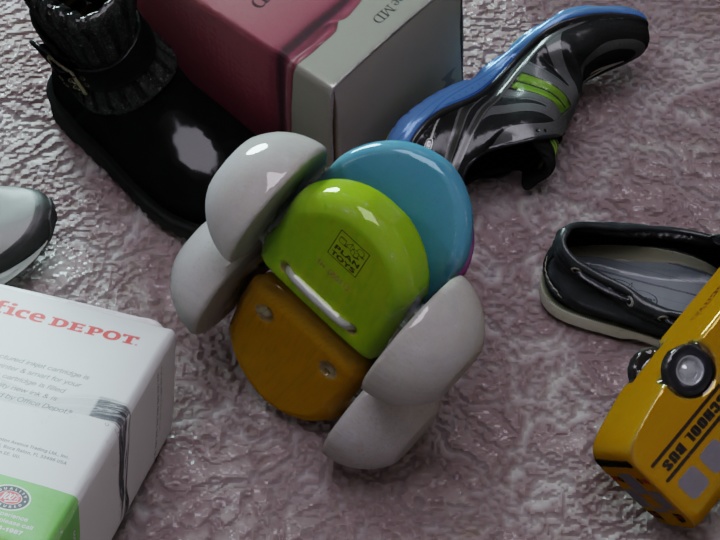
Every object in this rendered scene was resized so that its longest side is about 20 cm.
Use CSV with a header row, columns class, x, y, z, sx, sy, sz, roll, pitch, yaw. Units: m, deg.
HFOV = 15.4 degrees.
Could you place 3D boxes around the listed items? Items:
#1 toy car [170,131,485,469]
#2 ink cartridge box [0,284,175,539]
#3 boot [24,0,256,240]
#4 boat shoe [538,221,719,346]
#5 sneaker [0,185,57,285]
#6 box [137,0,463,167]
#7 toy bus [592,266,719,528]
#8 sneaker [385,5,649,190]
class,x,y,z,sx,sy,sz,roll,pitch,yaw
toy car,0.000,0.000,1.526,0.175,0.200,0.150,42,57,8
ink cartridge box,-0.203,0.105,1.492,0.145,0.084,0.200,13,38,12
boot,-0.130,-0.115,1.636,0.211,0.158,0.079,33,61,24
boat shoe,0.205,0.008,1.586,0.198,0.066,0.075,15,54,13
sneaker,-0.285,-0.026,1.627,0.199,0.080,0.074,-4,51,-2
box,-0.047,-0.163,1.699,0.200,0.109,0.128,34,61,25
toy bus,0.216,0.045,1.517,0.078,0.065,0.200,43,78,-9
sneaker,0.106,-0.097,1.677,0.199,0.071,0.083,-35,73,-20
